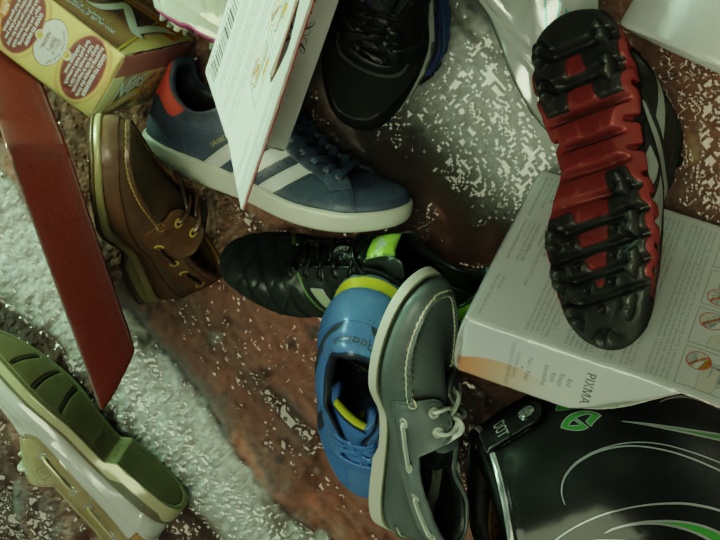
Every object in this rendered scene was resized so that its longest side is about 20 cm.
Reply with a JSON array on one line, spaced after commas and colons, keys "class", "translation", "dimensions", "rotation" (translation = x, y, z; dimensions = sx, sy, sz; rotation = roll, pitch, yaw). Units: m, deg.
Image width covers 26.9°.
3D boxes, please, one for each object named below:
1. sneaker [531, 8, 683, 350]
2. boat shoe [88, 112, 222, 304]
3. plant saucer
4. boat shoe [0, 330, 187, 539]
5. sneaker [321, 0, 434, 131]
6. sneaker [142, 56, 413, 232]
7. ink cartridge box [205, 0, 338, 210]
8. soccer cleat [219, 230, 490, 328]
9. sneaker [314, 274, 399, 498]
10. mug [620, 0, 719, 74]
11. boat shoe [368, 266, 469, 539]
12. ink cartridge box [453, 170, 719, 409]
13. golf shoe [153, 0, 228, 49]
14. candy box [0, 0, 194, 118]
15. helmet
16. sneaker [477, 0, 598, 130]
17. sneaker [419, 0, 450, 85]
[{"class": "sneaker", "translation": [0.153, -0.050, 0.888], "dimensions": [0.070, 0.098, 0.202], "rotation": [-14, 71, 35]}, {"class": "boat shoe", "translation": [-0.136, -0.043, 1.010], "dimensions": [0.067, 0.200, 0.072], "rotation": [-5, 62, 4]}, {"class": "plant saucer", "translation": [-0.201, -0.041, 1.001], "dimensions": [0.036, 0.200, 0.201], "rotation": [-19, 124, -10]}, {"class": "boat shoe", "translation": [-0.224, 0.131, 1.122], "dimensions": [0.200, 0.075, 0.068], "rotation": [44, 106, 3]}, {"class": "sneaker", "translation": [0.011, -0.168, 0.897], "dimensions": [0.075, 0.088, 0.201], "rotation": [21, 121, 6]}, {"class": "sneaker", "translation": [-0.054, -0.089, 1.015], "dimensions": [0.199, 0.075, 0.085], "rotation": [18, 112, 13]}, {"class": "ink cartridge box", "translation": [-0.034, -0.158, 0.868], "dimensions": [0.044, 0.177, 0.201], "rotation": [10, 121, -20]}, {"class": "soccer cleat", "translation": [0.000, 0.000, 1.015], "dimensions": [0.199, 0.068, 0.081], "rotation": [13, 144, 10]}, {"class": "sneaker", "translation": [-0.004, 0.098, 1.009], "dimensions": [0.065, 0.079, 0.201], "rotation": [9, 134, 9]}, {"class": "mug", "translation": [0.265, -0.175, 0.874], "dimensions": [0.185, 0.149, 0.154], "rotation": [21, 101, -16]}, {"class": "boat shoe", "translation": [0.047, 0.091, 0.947], "dimensions": [0.062, 0.073, 0.201], "rotation": [27, 129, 34]}, {"class": "ink cartridge box", "translation": [0.176, 0.027, 0.925], "dimensions": [0.199, 0.163, 0.050], "rotation": [21, 134, 11]}, {"class": "golf shoe", "translation": [-0.111, -0.209, 1.008], "dimensions": [0.199, 0.075, 0.092], "rotation": [31, 107, 7]}, {"class": "candy box", "translation": [-0.222, -0.189, 1.023], "dimensions": [0.200, 0.115, 0.055], "rotation": [38, 112, 6]}, {"class": "helmet", "translation": [0.172, 0.158, 0.943], "dimensions": [0.189, 0.200, 0.202], "rotation": [-8, 101, -5]}, {"class": "sneaker", "translation": [0.103, -0.190, 0.952], "dimensions": [0.080, 0.070, 0.201], "rotation": [-29, 99, 12]}, {"class": "sneaker", "translation": [-0.002, -0.212, 0.968], "dimensions": [0.075, 0.078, 0.201], "rotation": [-20, 96, 21]}]
